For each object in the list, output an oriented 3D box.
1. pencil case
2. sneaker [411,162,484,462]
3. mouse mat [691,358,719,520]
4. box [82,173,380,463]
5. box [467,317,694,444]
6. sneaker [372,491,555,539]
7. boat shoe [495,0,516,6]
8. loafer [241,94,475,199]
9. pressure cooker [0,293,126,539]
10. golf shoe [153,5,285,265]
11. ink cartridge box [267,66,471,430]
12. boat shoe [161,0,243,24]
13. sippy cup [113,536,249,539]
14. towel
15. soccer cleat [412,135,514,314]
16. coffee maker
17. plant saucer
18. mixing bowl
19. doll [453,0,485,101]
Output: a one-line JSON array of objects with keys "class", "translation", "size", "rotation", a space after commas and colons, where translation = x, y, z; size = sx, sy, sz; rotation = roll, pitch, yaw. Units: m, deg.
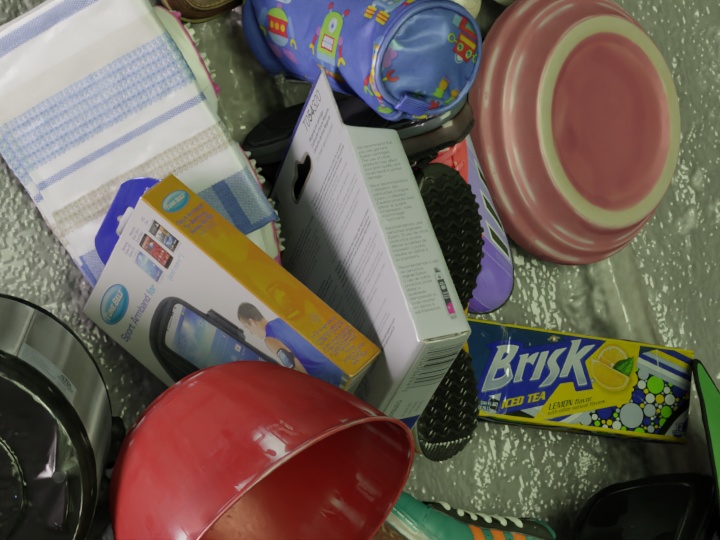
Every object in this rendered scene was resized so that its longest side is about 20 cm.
[{"class": "pencil case", "translation": [-0.005, -0.149, 1.673], "size": [0.078, 0.200, 0.087], "rotation": [13, 97, -34]}, {"class": "sneaker", "translation": [0.029, 0.025, 1.740], "size": [0.070, 0.090, 0.201], "rotation": [-12, 106, -41]}, {"class": "mouse mat", "translation": [0.277, 0.172, 1.815], "size": [0.008, 0.200, 0.161], "rotation": [-24, 121, 17]}, {"class": "box", "translation": [-0.093, 0.031, 1.640], "size": [0.200, 0.119, 0.041], "rotation": [38, 43, 7]}, {"class": "box", "translation": [0.136, 0.079, 1.840], "size": [0.199, 0.064, 0.070], "rotation": [9, 83, -26]}, {"class": "sneaker", "translation": [0.085, 0.196, 1.808], "size": [0.200, 0.071, 0.080], "rotation": [38, 67, -25]}, {"class": "boat shoe", "translation": [0.084, -0.258, 1.798], "size": [0.200, 0.059, 0.072], "rotation": [47, 28, -42]}, {"class": "loafer", "translation": [0.007, -0.083, 1.718], "size": [0.072, 0.199, 0.063], "rotation": [-50, 119, -35]}, {"class": "pressure cooker", "translation": [-0.237, 0.106, 1.588], "size": [0.178, 0.200, 0.177], "rotation": [-8, 105, 1]}, {"class": "golf shoe", "translation": [-0.120, -0.072, 1.728], "size": [0.091, 0.075, 0.201], "rotation": [-27, 94, -12]}, {"class": "ink cartridge box", "translation": [0.000, 0.000, 1.668], "size": [0.043, 0.197, 0.201], "rotation": [-9, 66, -19]}, {"class": "boat shoe", "translation": [-0.055, -0.242, 1.764], "size": [0.200, 0.067, 0.072], "rotation": [-39, 103, -23]}, {"class": "sippy cup", "translation": [-0.073, 0.177, 1.702], "size": [0.178, 0.139, 0.131], "rotation": [67, 41, -55]}, {"class": "towel", "translation": [-0.161, -0.087, 1.680], "size": [0.146, 0.024, 0.200], "rotation": [-28, 101, 21]}, {"class": "soccer cleat", "translation": [0.053, -0.064, 1.757], "size": [0.068, 0.073, 0.201], "rotation": [-20, 90, -7]}, {"class": "coffee maker", "translation": [0.233, 0.241, 1.827], "size": [0.134, 0.192, 0.200], "rotation": [-24, 117, 17]}, {"class": "plant saucer", "translation": [0.162, -0.105, 1.844], "size": [0.200, 0.051, 0.202], "rotation": [1, 88, -43]}, {"class": "mixing bowl", "translation": [-0.077, 0.128, 1.554], "size": [0.200, 0.201, 0.108], "rotation": [-32, 61, -24]}, {"class": "doll", "translation": [0.067, -0.109, 1.826], "size": [0.136, 0.048, 0.201], "rotation": [-2, 91, -27]}]
